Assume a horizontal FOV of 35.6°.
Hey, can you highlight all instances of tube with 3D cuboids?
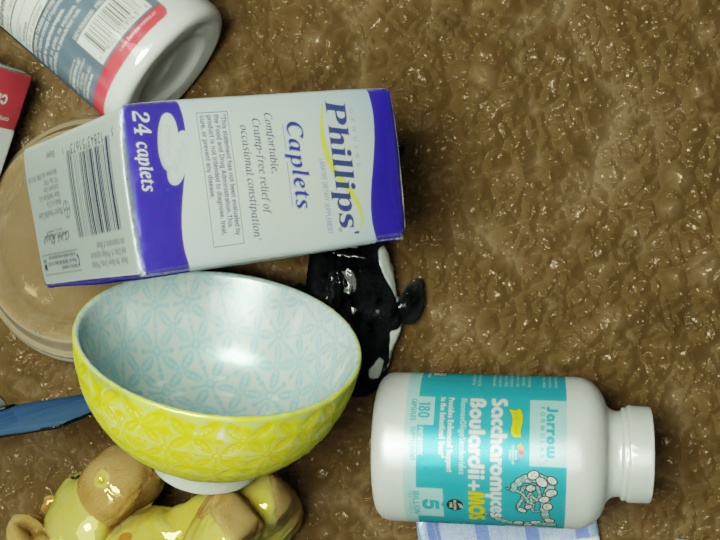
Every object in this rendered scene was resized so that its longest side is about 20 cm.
[{"bbox_3d":[-0.155,0.047,0.897,0.200,0.050,0.078,39,87,9],"label":"tube"}]

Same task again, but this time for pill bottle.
[{"bbox_3d":[-0.216,-0.213,0.851,0.200,0.120,0.120,41,98,5],"label":"pill bottle"},{"bbox_3d":[0.112,0.132,0.825,0.199,0.111,0.111,0,93,9],"label":"pill bottle"}]

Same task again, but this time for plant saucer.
[{"bbox_3d":[-0.221,-0.027,0.889,0.199,0.029,0.201,-2,82,16],"label":"plant saucer"}]

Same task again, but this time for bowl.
[{"bbox_3d":[-0.104,0.092,0.791,0.199,0.200,0.108,13,115,8],"label":"bowl"}]

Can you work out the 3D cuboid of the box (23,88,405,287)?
[{"bbox_3d":[-0.102,-0.054,0.770,0.200,0.184,0.105,-10,93,-34],"label":"box"}]

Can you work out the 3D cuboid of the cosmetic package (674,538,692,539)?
[{"bbox_3d":[0.277,0.252,0.763,0.112,0.200,0.081,5,93,11],"label":"cosmetic package"}]

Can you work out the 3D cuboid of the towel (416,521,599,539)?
[{"bbox_3d":[0.124,0.273,0.876,0.146,0.024,0.201,-8,92,8],"label":"towel"}]

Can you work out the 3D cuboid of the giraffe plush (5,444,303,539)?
[{"bbox_3d":[-0.165,0.203,0.853,0.162,0.173,0.200,36,80,17],"label":"giraffe plush"}]

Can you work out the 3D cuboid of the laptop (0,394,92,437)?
[{"bbox_3d":[-0.292,0.066,0.844,0.116,0.187,0.200,-44,86,8],"label":"laptop"}]

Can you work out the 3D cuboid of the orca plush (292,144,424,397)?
[{"bbox_3d":[0.000,0.000,0.854,0.105,0.071,0.201,17,96,7],"label":"orca plush"}]

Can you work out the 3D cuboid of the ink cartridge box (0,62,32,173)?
[{"bbox_3d":[-0.366,-0.088,0.884,0.145,0.083,0.201,22,96,21],"label":"ink cartridge box"}]
